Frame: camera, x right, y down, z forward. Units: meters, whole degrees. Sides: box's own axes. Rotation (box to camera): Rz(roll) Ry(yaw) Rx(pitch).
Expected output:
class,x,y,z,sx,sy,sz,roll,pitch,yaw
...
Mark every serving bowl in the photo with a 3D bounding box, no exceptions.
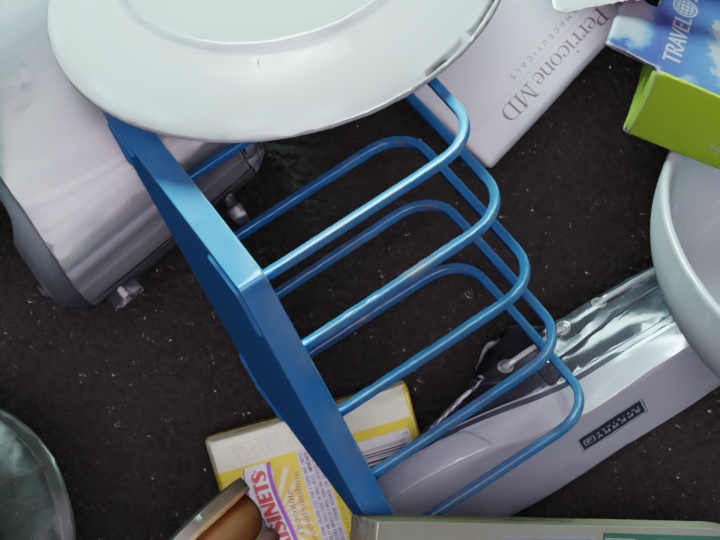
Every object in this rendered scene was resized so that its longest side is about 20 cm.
class,x,y,z,sx,sy,sz,roll,pitch,yaw
serving bowl,0.220,0.010,1.168,0.200,0.200,0.066,24,135,-1

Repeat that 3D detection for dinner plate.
class,x,y,z,sx,sy,sz,roll,pitch,yaw
dinner plate,-0.037,-0.131,1.080,0.200,0.200,0.024,-10,136,1

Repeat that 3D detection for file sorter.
class,x,y,z,sx,sy,sz,roll,pitch,yaw
file sorter,0.000,0.000,1.117,0.123,0.139,0.200,-34,136,-7

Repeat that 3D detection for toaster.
class,x,y,z,sx,sy,sz,roll,pitch,yaw
toaster,-0.132,-0.087,1.184,0.129,0.114,0.200,-34,88,-2

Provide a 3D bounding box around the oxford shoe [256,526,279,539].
class,x,y,z,sx,sy,sz,roll,pitch,yaw
oxford shoe,-0.121,0.180,1.207,0.074,0.071,0.200,46,101,6

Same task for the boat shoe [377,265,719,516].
class,x,y,z,sx,sy,sz,roll,pitch,yaw
boat shoe,0.085,0.057,1.209,0.200,0.072,0.068,-31,56,-1

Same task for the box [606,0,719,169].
class,x,y,z,sx,sy,sz,roll,pitch,yaw
box,0.208,-0.085,1.172,0.200,0.122,0.048,23,133,-1

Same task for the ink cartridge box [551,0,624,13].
class,x,y,z,sx,sy,sz,roll,pitch,yaw
ink cartridge box,0.146,-0.215,1.174,0.161,0.050,0.200,-11,74,1

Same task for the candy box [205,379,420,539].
class,x,y,z,sx,sy,sz,roll,pitch,yaw
candy box,0.001,0.162,1.234,0.102,0.026,0.200,-16,92,2

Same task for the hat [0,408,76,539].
class,x,y,z,sx,sy,sz,roll,pitch,yaw
hat,-0.208,0.156,1.202,0.201,0.081,0.201,-4,74,16

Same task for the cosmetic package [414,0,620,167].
class,x,y,z,sx,sy,sz,roll,pitch,yaw
cosmetic package,0.020,-0.151,1.198,0.200,0.071,0.101,42,92,-2

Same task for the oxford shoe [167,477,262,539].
class,x,y,z,sx,sy,sz,roll,pitch,yaw
oxford shoe,-0.095,0.184,1.137,0.071,0.071,0.200,34,94,5

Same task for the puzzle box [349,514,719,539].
class,x,y,z,sx,sy,sz,roll,pitch,yaw
puzzle box,0.080,0.177,1.138,0.200,0.025,0.133,5,91,-30
